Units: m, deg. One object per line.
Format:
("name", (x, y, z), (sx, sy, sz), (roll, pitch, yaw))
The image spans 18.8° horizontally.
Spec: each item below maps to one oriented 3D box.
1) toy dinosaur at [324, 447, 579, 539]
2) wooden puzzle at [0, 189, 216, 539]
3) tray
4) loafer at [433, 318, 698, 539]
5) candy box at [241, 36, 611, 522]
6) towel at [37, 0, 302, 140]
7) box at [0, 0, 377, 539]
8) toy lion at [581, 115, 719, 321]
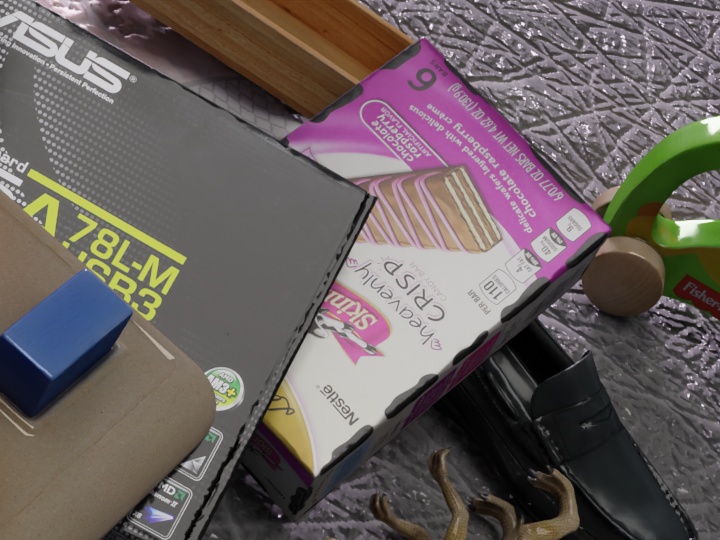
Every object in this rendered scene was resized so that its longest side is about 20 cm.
("toy dinosaur", (0.068, 0.145, 1.004), (0.199, 0.058, 0.102), (17, 57, -13))
("wooden puzzle", (-0.166, 0.027, 0.818), (0.200, 0.046, 0.185), (44, 44, 2))
("tray", (-0.044, -0.131, 1.156), (0.199, 0.037, 0.099), (31, 28, -27))
("loafer", (0.094, 0.071, 1.071), (0.201, 0.070, 0.068), (46, 39, 10))
("candy box", (0.000, 0.000, 1.016), (0.200, 0.061, 0.136), (-39, 78, -25))
("towel", (-0.137, -0.108, 1.102), (0.199, 0.032, 0.191), (-17, 63, -47))
("box", (-0.120, 0.002, 0.922), (0.199, 0.048, 0.194), (30, 65, -3))
("toy lion", (0.247, -0.021, 1.188), (0.199, 0.192, 0.069), (29, 38, -11))
